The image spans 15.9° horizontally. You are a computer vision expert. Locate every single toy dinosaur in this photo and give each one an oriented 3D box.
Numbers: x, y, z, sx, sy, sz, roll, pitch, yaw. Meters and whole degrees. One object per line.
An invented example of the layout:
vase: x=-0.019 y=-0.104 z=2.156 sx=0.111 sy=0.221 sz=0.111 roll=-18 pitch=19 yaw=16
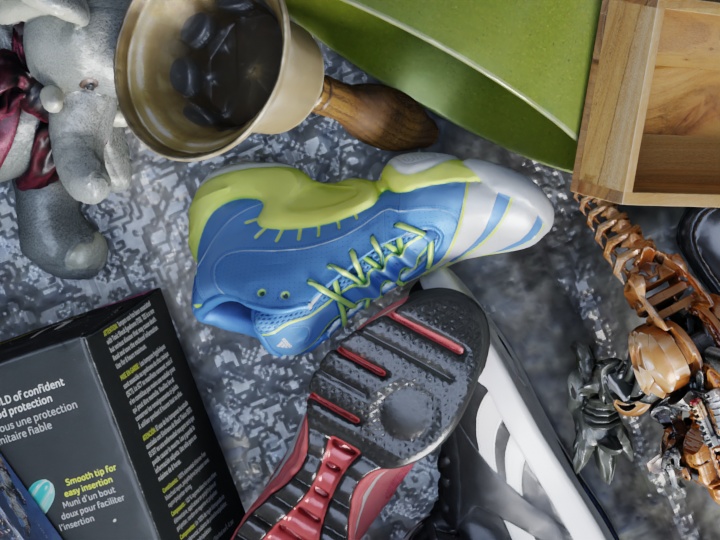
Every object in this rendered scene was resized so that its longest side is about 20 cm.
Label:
toy dinosaur: x=0.168 y=0.047 z=1.300 sx=0.102 sy=0.136 sz=0.201 roll=-5 pitch=79 yaw=-13

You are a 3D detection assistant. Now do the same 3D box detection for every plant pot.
plant pot: x=0.083 y=-0.181 z=1.278 sx=0.187 sy=0.187 sz=0.200 roll=29 pitch=85 yaw=0

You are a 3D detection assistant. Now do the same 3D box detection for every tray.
tray: x=0.183 y=-0.082 z=1.269 sx=0.037 sy=0.200 sz=0.099 roll=17 pitch=101 yaw=41

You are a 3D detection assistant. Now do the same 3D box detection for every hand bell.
hand bell: x=-0.019 y=-0.088 z=1.285 sx=0.104 sy=0.200 sz=0.104 roll=-7 pitch=78 yaw=35

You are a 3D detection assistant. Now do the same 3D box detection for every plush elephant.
plush elephant: x=-0.157 y=-0.089 z=1.297 sx=0.164 sy=0.155 sz=0.201 roll=12 pitch=82 yaw=-39

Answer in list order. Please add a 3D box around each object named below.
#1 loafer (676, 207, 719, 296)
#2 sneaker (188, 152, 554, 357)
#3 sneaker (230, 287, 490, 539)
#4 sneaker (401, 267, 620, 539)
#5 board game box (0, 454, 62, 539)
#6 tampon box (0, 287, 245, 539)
loafer: x=0.250 y=0.028 z=1.331 sx=0.200 sy=0.072 sz=0.073 roll=36 pitch=100 yaw=0
sneaker: x=0.000 y=0.000 z=1.317 sx=0.199 sy=0.076 sz=0.105 roll=-1 pitch=61 yaw=27
sneaker: x=-0.005 y=0.085 z=1.325 sx=0.074 sy=0.087 sz=0.200 roll=34 pitch=104 yaw=-2
sneaker: x=0.050 y=0.107 z=1.358 sx=0.112 sy=0.073 sz=0.200 roll=-29 pitch=95 yaw=9
board game box: x=-0.224 y=0.142 z=1.277 sx=0.135 sy=0.035 sz=0.200 roll=-35 pitch=90 yaw=19
tampon box: x=-0.153 y=0.133 z=1.341 sx=0.150 sy=0.126 sz=0.201 roll=-18 pitch=96 yaw=17
